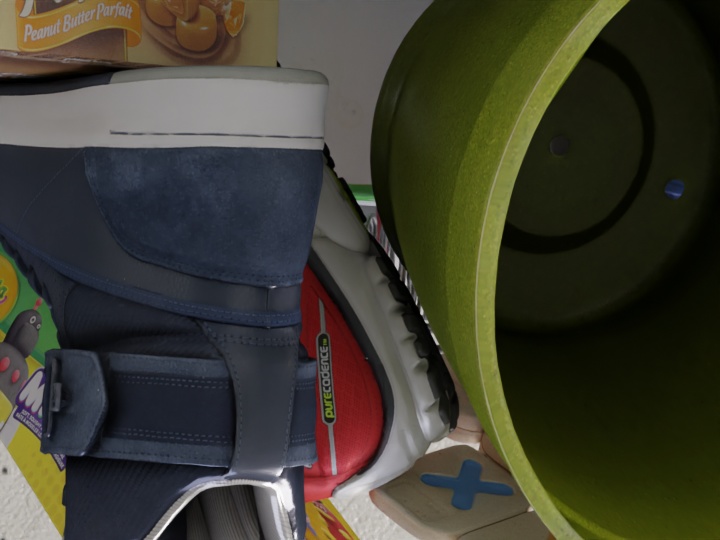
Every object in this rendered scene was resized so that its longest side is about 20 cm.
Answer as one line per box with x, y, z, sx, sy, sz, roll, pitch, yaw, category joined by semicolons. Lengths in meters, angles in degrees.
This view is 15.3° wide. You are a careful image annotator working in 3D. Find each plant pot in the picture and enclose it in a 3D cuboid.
0.091;-0.021;0.788;0.199;0.202;0.193;2;-168;-20;plant pot

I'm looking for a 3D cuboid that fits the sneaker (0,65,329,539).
-0.076;0.018;0.773;0.076;0.147;0.202;-2;-177;-29;sneaker

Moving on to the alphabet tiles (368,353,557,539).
0.108;0.073;0.865;0.195;0.015;0.200;-13;-144;-40;alphabet tiles

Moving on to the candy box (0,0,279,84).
-0.133;-0.083;0.796;0.199;0.056;0.115;2;-179;43;candy box

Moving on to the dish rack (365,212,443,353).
0.000;0.000;1.031;0.198;0.055;0.153;5;179;16;dish rack

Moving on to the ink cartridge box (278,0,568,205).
0.049;-0.065;1.057;0.146;0.084;0.199;3;-179;44;ink cartridge box

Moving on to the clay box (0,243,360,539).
-0.073;0.052;0.894;0.115;0.048;0.200;33;-169;-42;clay box

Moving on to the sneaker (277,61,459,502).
-0.046;-0.017;0.847;0.085;0.201;0.077;-29;162;1;sneaker

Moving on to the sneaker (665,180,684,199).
0.161;-0.068;1.002;0.075;0.079;0.199;29;-146;33;sneaker

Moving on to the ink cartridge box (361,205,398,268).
-0.019;-0.037;1.230;0.082;0.148;0.200;3;180;5;ink cartridge box
